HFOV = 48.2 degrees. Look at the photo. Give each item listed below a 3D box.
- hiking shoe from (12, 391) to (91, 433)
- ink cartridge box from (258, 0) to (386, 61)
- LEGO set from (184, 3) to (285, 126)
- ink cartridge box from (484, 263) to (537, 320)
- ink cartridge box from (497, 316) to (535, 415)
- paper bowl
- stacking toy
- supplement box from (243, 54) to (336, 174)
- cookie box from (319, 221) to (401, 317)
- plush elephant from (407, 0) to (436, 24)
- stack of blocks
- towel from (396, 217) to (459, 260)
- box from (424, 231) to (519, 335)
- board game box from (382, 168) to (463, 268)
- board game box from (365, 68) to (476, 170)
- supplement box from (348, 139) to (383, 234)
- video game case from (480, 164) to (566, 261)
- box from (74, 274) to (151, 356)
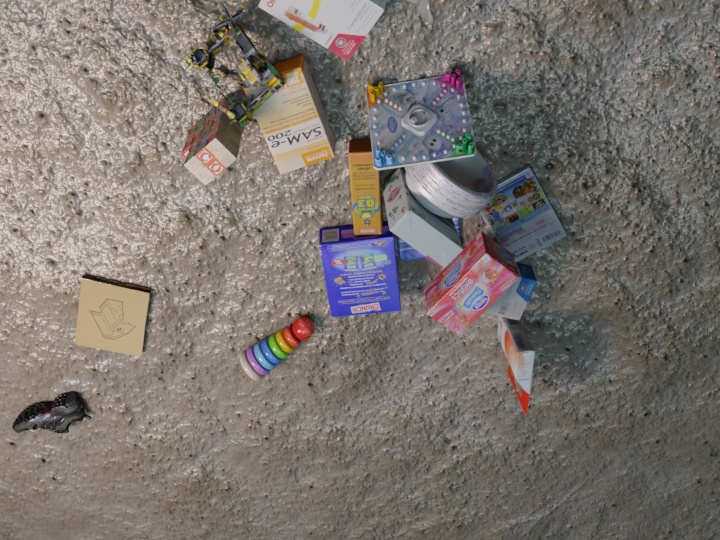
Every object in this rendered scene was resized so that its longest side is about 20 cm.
[{"bbox_3d":[-0.800,0.391,2.075,0.197,0.076,0.102,-20,119,11],"label":"hiking shoe"},{"bbox_3d":[-0.067,-0.500,1.462,0.198,0.084,0.145,27,142,-17],"label":"ink cartridge box"},{"bbox_3d":[-0.239,-0.377,1.490,0.152,0.116,0.202,-29,85,10],"label":"LEGO set"},{"bbox_3d":[0.291,0.033,1.859,0.197,0.068,0.117,13,122,-10],"label":"ink cartridge box"},{"bbox_3d":[0.365,0.222,1.930,0.049,0.163,0.202,-3,123,-7],"label":"ink cartridge box"},{"bbox_3d":[0.171,-0.188,1.627,0.199,0.202,0.105,28,128,-19],"label":"paper bowl"},{"bbox_3d":[-0.196,0.179,1.949,0.199,0.086,0.085,-37,117,14],"label":"stacking toy"},{"bbox_3d":[-0.139,-0.311,1.618,0.124,0.074,0.202,-16,123,11],"label":"supplement box"},{"bbox_3d":[0.000,0.000,1.827,0.168,0.076,0.202,-5,124,2],"label":"cookie box"},{"bbox_3d":[0.122,-0.541,1.434,0.198,0.155,0.166,-30,81,-19],"label":"plush elephant"},{"bbox_3d":[-0.292,-0.249,1.580,0.115,0.201,0.059,-37,118,20],"label":"stack of blocks"},{"bbox_3d":[0.149,-0.113,1.786,0.142,0.024,0.202,-5,124,1],"label":"towel"},{"bbox_3d":[0.240,0.031,1.760,0.102,0.095,0.200,33,117,-19],"label":"box"},{"bbox_3d":[0.124,-0.111,1.659,0.147,0.201,0.064,35,114,-22],"label":"board game box"},{"bbox_3d":[0.114,-0.297,1.561,0.197,0.203,0.026,-8,151,4],"label":"board game box"},{"bbox_3d":[0.012,-0.176,1.716,0.065,0.069,0.202,-3,126,3],"label":"supplement box"},{"bbox_3d":[0.354,-0.121,1.788,0.142,0.018,0.201,-27,120,17],"label":"video game case"},{"bbox_3d":[-0.592,0.111,1.923,0.161,0.021,0.202,13,122,-9],"label":"box"}]
